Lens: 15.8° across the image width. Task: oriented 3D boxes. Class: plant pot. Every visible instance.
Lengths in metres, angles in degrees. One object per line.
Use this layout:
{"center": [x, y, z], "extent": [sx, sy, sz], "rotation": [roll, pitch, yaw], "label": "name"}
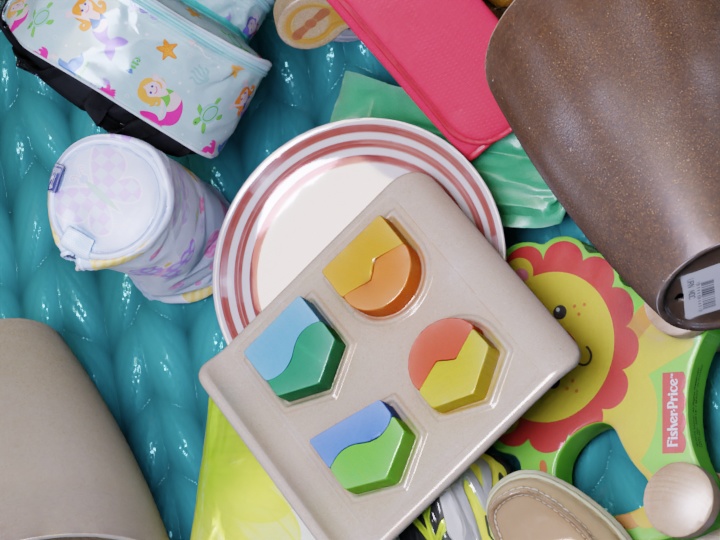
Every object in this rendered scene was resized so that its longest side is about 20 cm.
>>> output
{"center": [-0.228, 0.138, 1.740], "extent": [0.187, 0.187, 0.200], "rotation": [-25, 56, 16], "label": "plant pot"}
{"center": [0.191, -0.069, 1.565], "extent": [0.187, 0.187, 0.200], "rotation": [-27, 55, 15], "label": "plant pot"}

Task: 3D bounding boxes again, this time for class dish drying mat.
{"center": [0.035, -0.162, 1.647], "extent": [0.077, 0.018, 0.200], "rotation": [-38, 107, 14], "label": "dish drying mat"}

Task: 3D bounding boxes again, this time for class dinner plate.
{"center": [0.000, 0.000, 1.686], "extent": [0.200, 0.024, 0.201], "rotation": [-3, 78, 16], "label": "dinner plate"}

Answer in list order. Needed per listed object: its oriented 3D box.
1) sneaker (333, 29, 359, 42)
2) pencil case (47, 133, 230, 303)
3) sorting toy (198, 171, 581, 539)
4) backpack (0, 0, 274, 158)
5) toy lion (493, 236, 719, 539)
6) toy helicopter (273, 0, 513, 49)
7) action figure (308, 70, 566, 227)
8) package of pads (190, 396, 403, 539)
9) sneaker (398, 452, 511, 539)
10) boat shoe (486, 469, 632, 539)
{"center": [0.029, -0.235, 1.734], "extent": [0.200, 0.114, 0.076], "rotation": [-35, 60, 13], "label": "sneaker"}
{"center": [-0.140, -0.030, 1.716], "extent": [0.083, 0.200, 0.091], "rotation": [15, 86, 14], "label": "pencil case"}
{"center": [0.012, 0.057, 1.622], "extent": [0.200, 0.036, 0.185], "rotation": [-42, 58, 5], "label": "sorting toy"}
{"center": [-0.146, -0.159, 1.728], "extent": [0.177, 0.200, 0.151], "rotation": [32, 98, -17], "label": "backpack"}
{"center": [0.146, 0.077, 1.652], "extent": [0.191, 0.069, 0.200], "rotation": [-6, 76, 29], "label": "toy lion"}
{"center": [0.039, -0.192, 1.682], "extent": [0.200, 0.132, 0.079], "rotation": [-16, 50, -2], "label": "toy helicopter"}
{"center": [0.072, -0.065, 1.714], "extent": [0.200, 0.055, 0.118], "rotation": [7, 79, 23], "label": "action figure"}
{"center": [-0.036, 0.177, 1.696], "extent": [0.154, 0.068, 0.200], "rotation": [1, 78, 22], "label": "package of pads"}
{"center": [0.081, 0.209, 1.634], "extent": [0.075, 0.076, 0.200], "rotation": [-3, 98, 59], "label": "sneaker"}
{"center": [0.146, 0.209, 1.576], "extent": [0.074, 0.066, 0.200], "rotation": [-41, 89, 20], "label": "boat shoe"}
